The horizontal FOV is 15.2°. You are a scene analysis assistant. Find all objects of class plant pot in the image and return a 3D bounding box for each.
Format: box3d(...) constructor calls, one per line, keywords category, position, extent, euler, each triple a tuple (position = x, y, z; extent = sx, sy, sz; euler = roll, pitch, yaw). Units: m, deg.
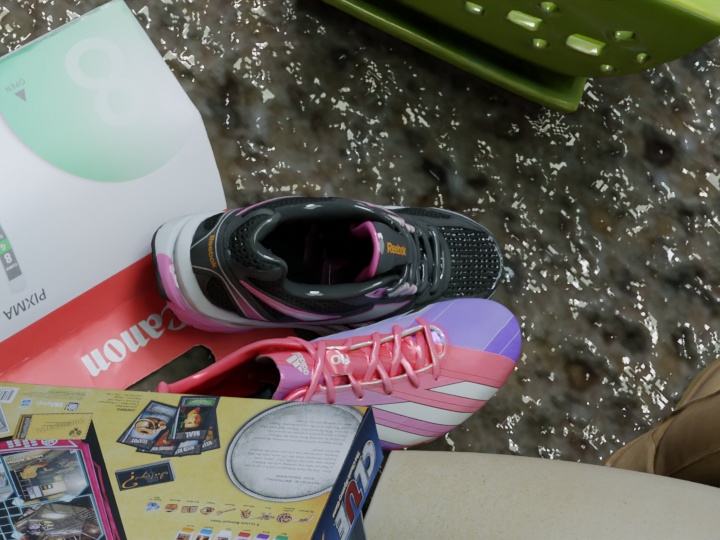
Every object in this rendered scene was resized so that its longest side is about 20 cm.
box3d(category="plant pot", position=(0.088, -0.209, 1.442), extent=(0.200, 0.181, 0.200), euler=(24, 62, -16))
box3d(category="plant pot", position=(0.090, 0.167, 1.307), extent=(0.199, 0.187, 0.188), euler=(21, 61, 2))

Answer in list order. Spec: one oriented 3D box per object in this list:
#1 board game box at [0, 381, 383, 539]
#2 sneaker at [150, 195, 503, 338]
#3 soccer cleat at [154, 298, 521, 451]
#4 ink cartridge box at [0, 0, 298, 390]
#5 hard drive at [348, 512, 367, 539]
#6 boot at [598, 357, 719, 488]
box3d(category="board game box", position=(-0.105, 0.111, 1.213), extent=(0.199, 0.035, 0.136), euler=(3, 40, 21))
box3d(category="sneaker", position=(0.000, 0.000, 1.355), extent=(0.200, 0.086, 0.081), euler=(-5, 83, -39))
box3d(category="soccer cleat", position=(-0.011, 0.055, 1.317), extent=(0.199, 0.077, 0.067), euler=(-19, 60, -12))
box3d(category="ink cartridge box", position=(-0.132, -0.015, 1.336), extent=(0.161, 0.050, 0.200), euler=(-32, 84, -32))
box3d(category="hard drive", position=(-0.054, 0.193, 1.250), extent=(0.139, 0.033, 0.201), euler=(-16, 73, 13))
box3d(category="boot", position=(0.223, 0.066, 1.385), extent=(0.175, 0.200, 0.066), euler=(-37, 89, -32))
